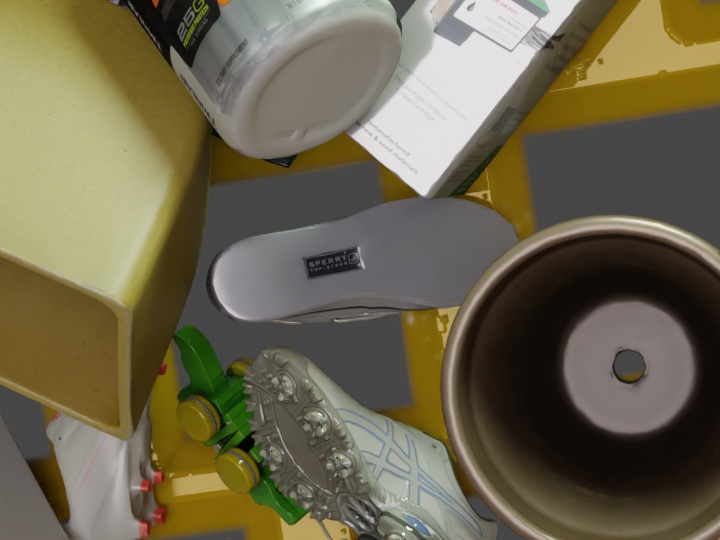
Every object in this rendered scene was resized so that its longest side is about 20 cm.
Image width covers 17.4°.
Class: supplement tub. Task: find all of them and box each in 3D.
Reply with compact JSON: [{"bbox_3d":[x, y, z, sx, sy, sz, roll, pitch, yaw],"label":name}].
[{"bbox_3d":[-0.074,-0.172,1.346,0.122,0.122,0.200,-42,63,10],"label":"supplement tub"}]

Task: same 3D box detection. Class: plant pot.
[{"bbox_3d":[-0.180,-0.053,1.411,0.193,0.196,0.201,24,63,7],"label":"plant pot"},{"bbox_3d":[0.158,0.064,1.399,0.199,0.175,0.202,1,93,11],"label":"plant pot"}]

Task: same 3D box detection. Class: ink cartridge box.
[{"bbox_3d":[0.082,-0.145,1.417,0.084,0.146,0.200,39,98,7],"label":"ink cartridge box"}]

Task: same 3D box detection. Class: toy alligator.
[{"bbox_3d":[-0.064,0.124,1.511,0.201,0.059,0.054,53,145,-3],"label":"toy alligator"}]

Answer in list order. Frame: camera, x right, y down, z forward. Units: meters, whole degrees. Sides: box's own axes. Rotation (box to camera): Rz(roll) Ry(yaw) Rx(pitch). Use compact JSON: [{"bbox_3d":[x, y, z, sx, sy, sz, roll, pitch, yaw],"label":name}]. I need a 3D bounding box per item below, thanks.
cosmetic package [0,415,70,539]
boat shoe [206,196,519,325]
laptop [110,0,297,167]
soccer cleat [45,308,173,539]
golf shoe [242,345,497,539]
[{"bbox_3d":[-0.287,0.121,1.516,0.107,0.085,0.201,-33,85,38],"label":"cosmetic package"},{"bbox_3d":[0.000,0.000,1.481,0.198,0.066,0.073,-13,87,-10],"label":"boat shoe"},{"bbox_3d":[-0.085,-0.197,1.465,0.176,0.103,0.201,25,84,9],"label":"laptop"},{"bbox_3d":[-0.166,0.083,1.518,0.077,0.069,0.202,4,96,15],"label":"soccer cleat"},{"bbox_3d":[0.008,0.122,1.480,0.201,0.097,0.078,54,135,-2],"label":"golf shoe"}]
